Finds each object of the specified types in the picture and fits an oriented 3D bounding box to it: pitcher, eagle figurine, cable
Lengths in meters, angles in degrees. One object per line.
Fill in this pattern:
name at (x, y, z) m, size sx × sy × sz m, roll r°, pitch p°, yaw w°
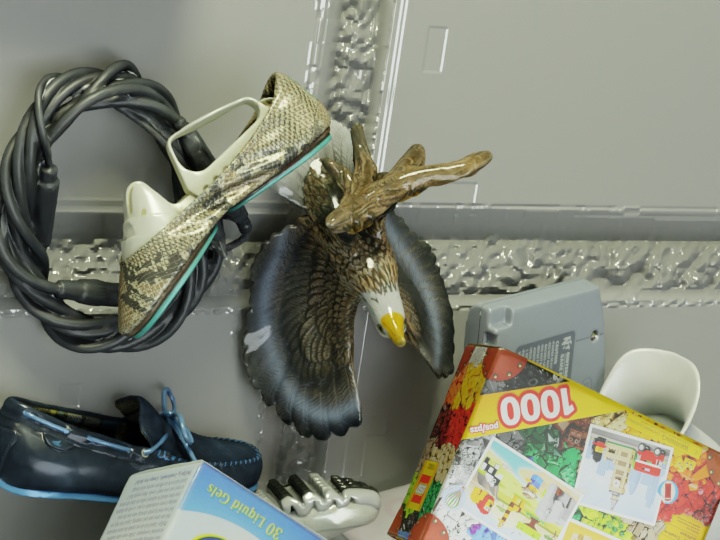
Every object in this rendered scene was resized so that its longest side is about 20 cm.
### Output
pitcher at (0.220, 0.185, 1.706) m, size 0.172 × 0.121 × 0.201 m, roll -47°, pitch 137°, yaw -21°
eagle figurine at (0.000, 0.006, 1.526) m, size 0.150 × 0.152 × 0.201 m, roll 11°, pitch 143°, yaw 3°
cable at (-0.168, -0.042, 1.445) m, size 0.163 × 0.051 × 0.201 m, roll -40°, pitch 126°, yaw -10°

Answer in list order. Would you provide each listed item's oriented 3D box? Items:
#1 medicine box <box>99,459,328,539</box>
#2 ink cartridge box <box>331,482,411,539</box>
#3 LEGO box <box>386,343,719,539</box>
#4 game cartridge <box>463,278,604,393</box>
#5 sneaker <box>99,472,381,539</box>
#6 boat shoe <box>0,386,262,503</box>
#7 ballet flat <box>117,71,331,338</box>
medicine box at (-0.095, 0.255, 1.409) m, size 0.182 × 0.103 × 0.201 m, roll 35°, pitch 63°, yaw -22°
ink cartridge box at (0.029, 0.237, 1.567) m, size 0.161 × 0.200 × 0.058 m, roll -11°, pitch 121°, yaw -30°
LEGO box at (0.142, 0.160, 1.562) m, size 0.199 × 0.077 × 0.150 m, roll 25°, pitch 83°, yaw -15°
game cartridge at (0.129, 0.109, 1.675) m, size 0.132 × 0.040 × 0.202 m, roll -10°, pitch 114°, yaw -37°
sneaker at (-0.079, 0.195, 1.532) m, size 0.198 × 0.075 × 0.082 m, roll -15°, pitch 96°, yaw -4°
boat shoe at (-0.151, 0.118, 1.486) m, size 0.199 × 0.084 × 0.069 m, roll 3°, pitch 101°, yaw -36°
ballet flat at (-0.105, -0.050, 1.418) m, size 0.075 × 0.068 × 0.200 m, roll 46°, pitch 76°, yaw -13°
